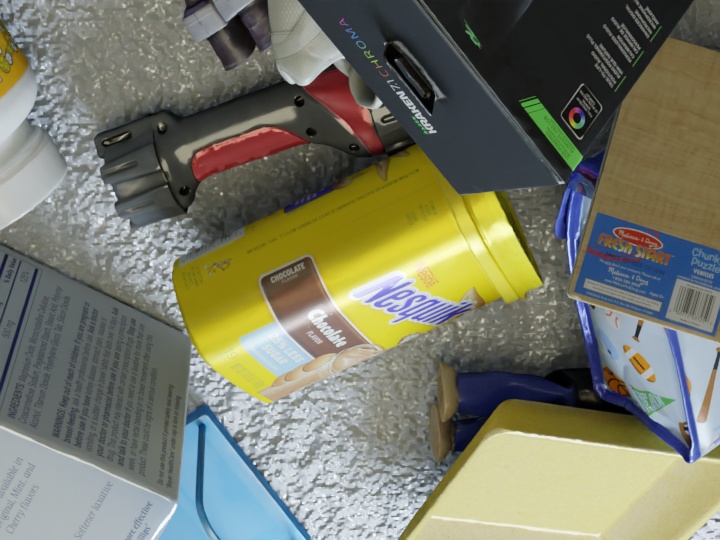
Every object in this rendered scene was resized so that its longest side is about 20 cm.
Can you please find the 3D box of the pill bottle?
[{"bbox_3d":[-0.255,-0.119,0.793,0.112,0.113,0.201,-27,115,8],"label":"pill bottle"}]

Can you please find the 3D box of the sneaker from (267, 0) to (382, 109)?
[{"bbox_3d":[0.028,-0.138,0.797,0.198,0.075,0.093,-1,99,-33],"label":"sneaker"}]

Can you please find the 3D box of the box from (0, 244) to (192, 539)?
[{"bbox_3d":[-0.215,0.085,0.857,0.199,0.184,0.105,28,112,-17],"label":"box"}]

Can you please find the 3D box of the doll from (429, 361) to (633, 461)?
[{"bbox_3d":[0.151,0.094,0.966,0.197,0.049,0.138,0,130,-7],"label":"doll"}]

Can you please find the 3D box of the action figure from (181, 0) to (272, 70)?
[{"bbox_3d":[-0.116,-0.204,0.777,0.129,0.070,0.200,-20,121,39],"label":"action figure"}]

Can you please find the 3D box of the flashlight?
[{"bbox_3d":[-0.058,-0.078,0.859,0.198,0.068,0.068,-20,149,7],"label":"flashlight"}]

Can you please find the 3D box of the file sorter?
[{"bbox_3d":[-0.149,0.222,0.963,0.199,0.123,0.139,-31,115,9],"label":"file sorter"}]

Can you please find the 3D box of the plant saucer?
[{"bbox_3d":[0.137,0.152,0.958,0.198,0.049,0.201,9,139,-18],"label":"plant saucer"}]

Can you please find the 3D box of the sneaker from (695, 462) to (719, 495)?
[{"bbox_3d":[0.316,0.092,0.971,0.202,0.107,0.067,-50,145,-16],"label":"sneaker"}]

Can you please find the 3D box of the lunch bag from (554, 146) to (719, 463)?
[{"bbox_3d":[0.215,-0.019,0.857,0.169,0.124,0.201,-31,125,-18],"label":"lunch bag"}]

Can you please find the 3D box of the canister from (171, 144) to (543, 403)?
[{"bbox_3d":[0.000,0.000,0.865,0.198,0.087,0.149,-25,156,9],"label":"canister"}]

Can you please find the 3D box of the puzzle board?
[{"bbox_3d":[0.225,-0.030,0.760,0.198,0.017,0.152,17,87,1],"label":"puzzle board"}]

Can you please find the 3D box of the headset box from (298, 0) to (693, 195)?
[{"bbox_3d":[0.071,-0.162,0.720,0.174,0.092,0.201,48,66,-23],"label":"headset box"}]
